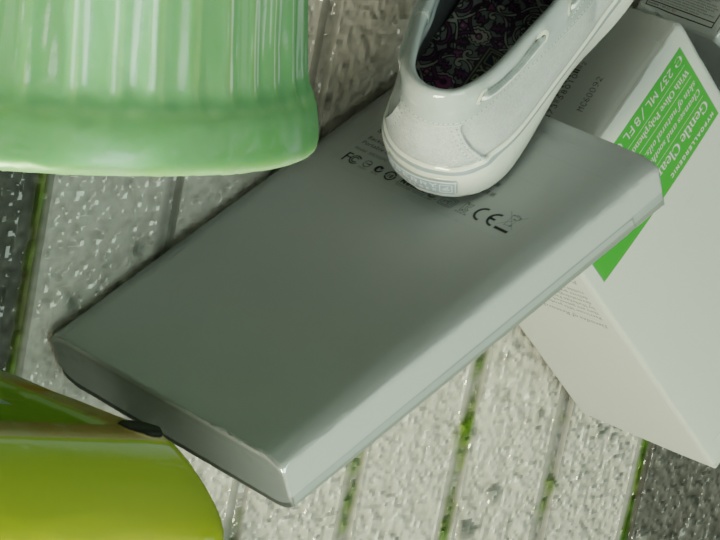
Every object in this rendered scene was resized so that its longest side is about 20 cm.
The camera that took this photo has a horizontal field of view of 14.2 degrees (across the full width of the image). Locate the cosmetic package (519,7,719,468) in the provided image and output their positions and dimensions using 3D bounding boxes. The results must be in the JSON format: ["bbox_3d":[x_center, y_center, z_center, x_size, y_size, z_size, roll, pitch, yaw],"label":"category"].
[{"bbox_3d":[0.114,-0.017,1.236,0.108,0.085,0.200,-55,137,-14],"label":"cosmetic package"}]

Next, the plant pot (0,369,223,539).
[{"bbox_3d":[-0.171,0.120,0.926,0.198,0.199,0.183,6,99,-47],"label":"plant pot"}]

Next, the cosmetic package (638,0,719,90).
[{"bbox_3d":[0.204,-0.098,1.304,0.083,0.051,0.200,-57,139,-6],"label":"cosmetic package"}]

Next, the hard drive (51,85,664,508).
[{"bbox_3d":[0.000,0.000,1.087,0.200,0.132,0.026,-38,133,-27],"label":"hard drive"}]

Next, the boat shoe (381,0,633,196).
[{"bbox_3d":[0.064,-0.121,1.112,0.200,0.072,0.069,-53,162,-29],"label":"boat shoe"}]

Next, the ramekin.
[{"bbox_3d":[-0.107,-0.095,0.885,0.199,0.199,0.098,-5,105,-45],"label":"ramekin"}]
